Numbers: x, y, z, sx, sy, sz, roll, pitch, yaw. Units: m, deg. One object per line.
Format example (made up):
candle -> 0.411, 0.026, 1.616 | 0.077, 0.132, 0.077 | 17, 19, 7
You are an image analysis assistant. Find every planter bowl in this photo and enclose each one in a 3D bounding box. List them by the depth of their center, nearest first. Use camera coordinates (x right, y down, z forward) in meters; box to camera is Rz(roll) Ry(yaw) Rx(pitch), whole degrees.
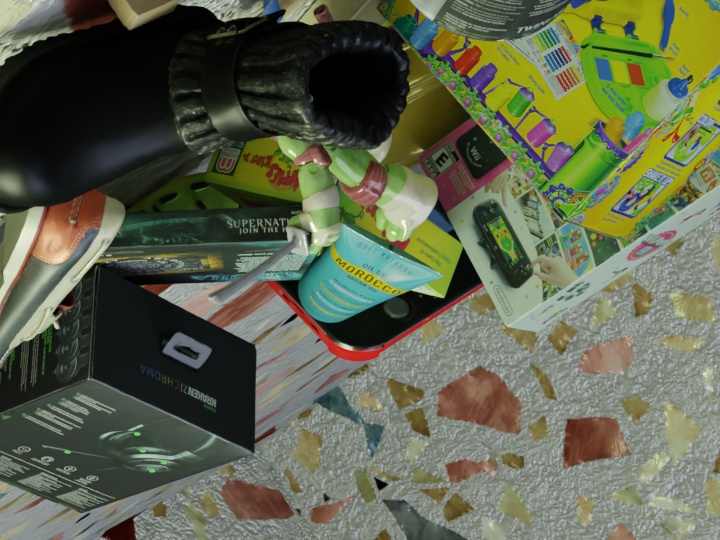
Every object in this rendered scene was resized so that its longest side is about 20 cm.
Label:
planter bowl -> 0.035, -0.120, 1.446 | 0.200, 0.084, 0.200 | -25, -178, 1

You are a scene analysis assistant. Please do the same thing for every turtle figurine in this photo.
turtle figurine -> -0.056, -0.065, 1.249 | 0.144, 0.201, 0.194 | 11, 172, 41

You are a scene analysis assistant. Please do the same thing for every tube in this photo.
tube -> 0.000, 0.000, 1.401 | 0.200, 0.077, 0.051 | 145, -34, -74

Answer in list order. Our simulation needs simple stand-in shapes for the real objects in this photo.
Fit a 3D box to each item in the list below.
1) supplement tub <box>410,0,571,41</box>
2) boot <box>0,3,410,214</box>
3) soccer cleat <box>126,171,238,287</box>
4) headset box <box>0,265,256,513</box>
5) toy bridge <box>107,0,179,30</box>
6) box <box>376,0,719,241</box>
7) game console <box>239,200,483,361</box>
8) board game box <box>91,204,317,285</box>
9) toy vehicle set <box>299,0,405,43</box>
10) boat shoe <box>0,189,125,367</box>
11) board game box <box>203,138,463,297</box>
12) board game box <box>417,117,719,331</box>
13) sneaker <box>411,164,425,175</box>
supplement tub -> 0.096, -0.220, 1.077 | 0.122, 0.123, 0.200 | -31, 172, -23
boot -> -0.088, -0.084, 1.006 | 0.157, 0.080, 0.211 | 15, -143, 34
soccer cleat -> -0.179, -0.015, 1.497 | 0.200, 0.065, 0.084 | -39, -160, 7
headset box -> -0.196, 0.091, 1.428 | 0.200, 0.093, 0.174 | -22, 145, 34
toy bridge -> -0.066, -0.185, 0.951 | 0.067, 0.027, 0.200 | -30, 173, -34
box -> 0.156, -0.160, 1.246 | 0.193, 0.200, 0.122 | -46, 156, 16
game console -> -0.003, -0.028, 1.608 | 0.177, 0.200, 0.031 | -33, 154, -25
board game box -> -0.131, -0.015, 1.382 | 0.199, 0.028, 0.135 | -2, 169, -11
toy vehicle set -> 0.030, -0.190, 1.358 | 0.200, 0.027, 0.124 | -28, 170, -44
boat shoe -> -0.216, 0.011, 1.276 | 0.062, 0.071, 0.200 | 12, 138, -22
board game box -> -0.017, -0.043, 1.466 | 0.200, 0.101, 0.048 | 33, 75, -51
board game box -> 0.158, -0.072, 1.343 | 0.200, 0.148, 0.064 | -35, 159, 21
sneaker -> 0.002, -0.106, 1.591 | 0.199, 0.074, 0.116 | -10, -146, 16
